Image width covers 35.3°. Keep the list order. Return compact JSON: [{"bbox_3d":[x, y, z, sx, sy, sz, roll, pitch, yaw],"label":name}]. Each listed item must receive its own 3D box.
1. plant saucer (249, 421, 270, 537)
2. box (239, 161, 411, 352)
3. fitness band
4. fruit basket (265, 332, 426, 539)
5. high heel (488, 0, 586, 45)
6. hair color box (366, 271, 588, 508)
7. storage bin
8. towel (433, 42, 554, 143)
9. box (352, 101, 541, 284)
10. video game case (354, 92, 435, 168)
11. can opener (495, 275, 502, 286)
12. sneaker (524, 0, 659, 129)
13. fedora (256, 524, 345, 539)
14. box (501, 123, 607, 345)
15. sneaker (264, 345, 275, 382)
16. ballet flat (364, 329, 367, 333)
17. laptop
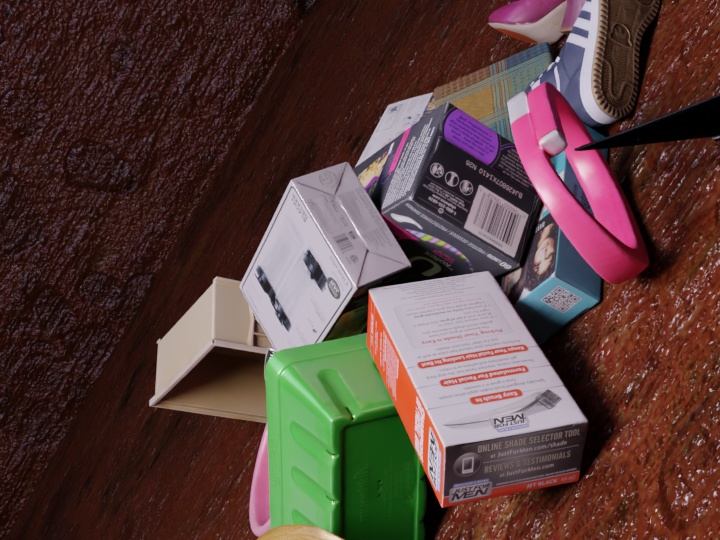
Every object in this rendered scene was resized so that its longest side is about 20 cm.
[{"bbox_3d":[-0.072,0.207,1.286,0.200,0.051,0.201,-163,90,-75],"label":"plant saucer"},{"bbox_3d":[-0.038,0.006,1.030,0.060,0.117,0.200,-22,-20,-30],"label":"box"},{"bbox_3d":[0.173,-0.072,0.892,0.037,0.144,0.200,-34,24,21],"label":"fitness band"},{"bbox_3d":[-0.016,0.145,1.021,0.215,0.155,0.216,170,90,-67],"label":"fruit basket"},{"bbox_3d":[0.215,-0.304,1.253,0.200,0.067,0.096,22,94,58],"label":"high heel"},{"bbox_3d":[0.083,0.085,0.880,0.200,0.111,0.064,-116,22,-55],"label":"hair color box"},{"bbox_3d":[-0.136,0.108,1.429,0.200,0.198,0.094,-43,43,48],"label":"storage bin"},{"bbox_3d":[0.145,-0.166,1.208,0.146,0.022,0.200,-20,34,17],"label":"towel"},{"bbox_3d":[0.061,-0.051,1.044,0.200,0.122,0.106,-28,35,61],"label":"box"},{"bbox_3d":[0.077,-0.131,1.274,0.181,0.036,0.200,-9,41,36],"label":"video game case"},{"bbox_3d":[0.095,0.080,1.073,0.067,0.053,0.200,86,-163,-55],"label":"can opener"},{"bbox_3d":[0.222,-0.216,1.096,0.108,0.070,0.201,-29,39,57],"label":"sneaker"},{"bbox_3d":[-0.005,0.277,0.891,0.082,0.201,0.201,-23,-22,-53],"label":"fedora"},{"bbox_3d":[0.172,-0.039,1.003,0.082,0.049,0.200,-44,24,45],"label":"box"},{"bbox_3d":[-0.037,0.050,1.237,0.200,0.080,0.083,-63,-4,-8],"label":"sneaker"},{"bbox_3d":[0.000,0.000,1.155,0.071,0.071,0.201,-38,42,52],"label":"ballet flat"},{"bbox_3d":[0.274,-0.159,0.781,0.187,0.116,0.200,-15,49,66],"label":"laptop"}]
